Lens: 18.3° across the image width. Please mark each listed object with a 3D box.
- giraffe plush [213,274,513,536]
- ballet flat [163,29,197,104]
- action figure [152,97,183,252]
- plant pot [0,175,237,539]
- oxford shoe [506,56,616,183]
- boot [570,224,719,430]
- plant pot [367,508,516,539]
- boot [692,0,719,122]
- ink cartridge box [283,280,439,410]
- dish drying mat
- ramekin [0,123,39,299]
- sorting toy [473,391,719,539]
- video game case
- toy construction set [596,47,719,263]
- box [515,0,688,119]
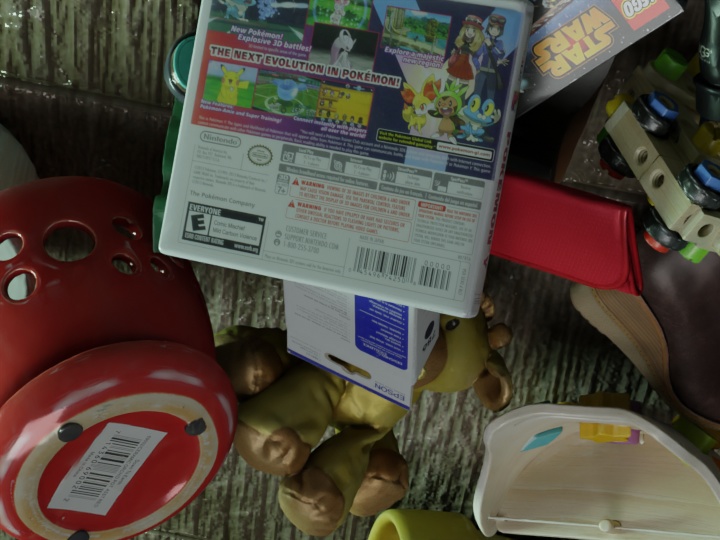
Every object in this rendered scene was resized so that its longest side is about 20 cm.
[{"bbox_3d":[0.020,0.066,1.526,0.162,0.200,0.173,-30,98,33],"label":"giraffe plush"},{"bbox_3d":[-0.024,-0.122,1.407,0.199,0.073,0.073,2,139,-3],"label":"ballet flat"},{"bbox_3d":[-0.029,-0.059,1.448,0.199,0.119,0.055,1,160,12],"label":"action figure"},{"bbox_3d":[-0.184,0.069,1.463,0.200,0.183,0.201,-18,140,-16],"label":"plant pot"},{"bbox_3d":[0.118,-0.120,1.373,0.071,0.071,0.200,28,124,10],"label":"oxford shoe"},{"bbox_3d":[0.258,0.025,1.485,0.166,0.073,0.200,-31,128,34],"label":"boot"},{"bbox_3d":[0.106,0.291,1.748,0.188,0.201,0.201,4,141,-13],"label":"plant pot"},{"bbox_3d":[0.264,-0.177,1.244,0.198,0.073,0.163,-13,116,-18],"label":"boot"},{"bbox_3d":[0.000,0.000,1.388,0.099,0.039,0.200,25,145,17],"label":"ink cartridge box"},{"bbox_3d":[0.073,-0.036,1.322,0.199,0.018,0.077,19,145,28],"label":"dish drying mat"},{"bbox_3d":[-0.313,-0.041,1.552,0.202,0.094,0.203,7,138,7],"label":"ramekin"},{"bbox_3d":[0.168,0.127,1.542,0.199,0.107,0.180,3,164,19],"label":"sorting toy"},{"bbox_3d":[-0.010,-0.081,1.290,0.199,0.183,0.023,12,-176,20],"label":"video game case"},{"bbox_3d":[0.212,-0.057,1.303,0.131,0.200,0.092,13,112,-38],"label":"toy construction set"},{"bbox_3d":[0.074,-0.160,1.303,0.200,0.040,0.137,-31,104,29],"label":"box"}]
